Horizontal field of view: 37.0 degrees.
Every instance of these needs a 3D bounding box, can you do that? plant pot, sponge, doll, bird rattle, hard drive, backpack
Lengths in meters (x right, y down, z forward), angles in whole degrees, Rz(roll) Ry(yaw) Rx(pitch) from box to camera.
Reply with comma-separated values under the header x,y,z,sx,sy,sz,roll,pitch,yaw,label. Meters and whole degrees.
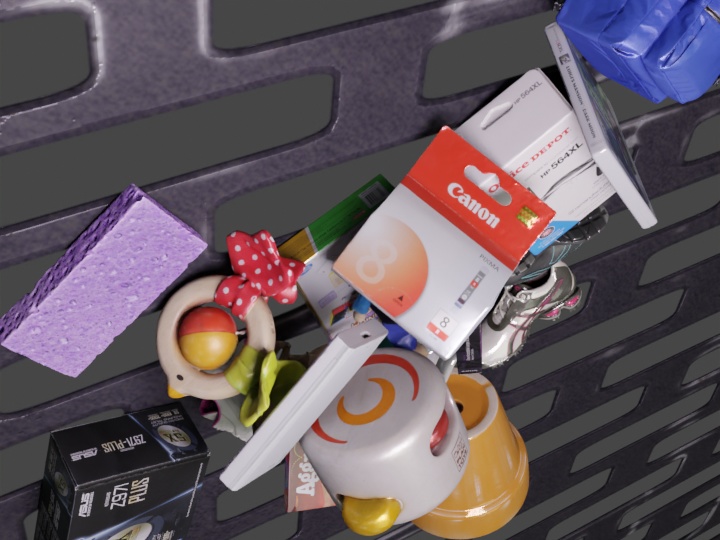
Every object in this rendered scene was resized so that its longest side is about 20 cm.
x,y,z,sx,sy,sz,roll,pitch,yaw,label
0.133,0.240,1.502,0.199,0.200,0.184,-28,138,-16,plant pot
-0.254,0.015,1.059,0.200,0.030,0.112,-45,144,5,sponge
0.053,0.026,1.260,0.136,0.048,0.200,-36,138,-6,doll
-0.137,0.061,1.118,0.162,0.201,0.113,-8,179,9,bird rattle
-0.057,0.139,1.132,0.200,0.026,0.132,-51,169,15,hard drive
0.341,-0.295,1.156,0.201,0.168,0.162,-55,150,5,backpack

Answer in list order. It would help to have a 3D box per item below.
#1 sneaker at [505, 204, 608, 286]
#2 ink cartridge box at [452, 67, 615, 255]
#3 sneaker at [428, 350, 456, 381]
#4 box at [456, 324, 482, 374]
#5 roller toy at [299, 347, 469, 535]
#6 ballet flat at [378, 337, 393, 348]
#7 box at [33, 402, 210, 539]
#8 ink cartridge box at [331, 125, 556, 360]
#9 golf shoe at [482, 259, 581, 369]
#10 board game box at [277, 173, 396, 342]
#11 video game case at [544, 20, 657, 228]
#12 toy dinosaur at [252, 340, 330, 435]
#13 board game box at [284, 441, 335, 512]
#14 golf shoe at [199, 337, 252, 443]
x,y,z,sx,sy,sz,roll,pitch,yaw,label
0.238,-0.038,1.427,0.199,0.076,0.079,-26,162,-17,sneaker
0.206,-0.123,1.269,0.146,0.085,0.200,-39,146,12,ink cartridge box
0.065,0.138,1.431,0.200,0.080,0.070,-46,145,9,sneaker
0.127,0.024,1.291,0.036,0.144,0.200,-2,155,5,box
0.031,0.197,1.255,0.182,0.200,0.140,-31,124,-7,roller toy
-0.017,0.143,1.393,0.199,0.068,0.062,-28,172,-11,ballet flat
-0.280,0.266,1.249,0.163,0.086,0.201,-9,133,-35,box
0.091,-0.030,1.150,0.200,0.162,0.050,-52,178,5,ink cartridge box
0.209,0.056,1.487,0.200,0.077,0.088,-39,131,-2,golf shoe
0.000,0.000,1.261,0.153,0.040,0.200,-36,144,-7,board game box
0.277,-0.163,1.227,0.023,0.183,0.200,-25,148,20,video game case
-0.070,0.112,1.227,0.200,0.058,0.101,-43,156,-5,toy dinosaur
-0.043,0.204,1.349,0.102,0.019,0.201,-4,109,-20,board game box
-0.144,0.166,1.289,0.091,0.075,0.201,-22,133,-10,golf shoe
